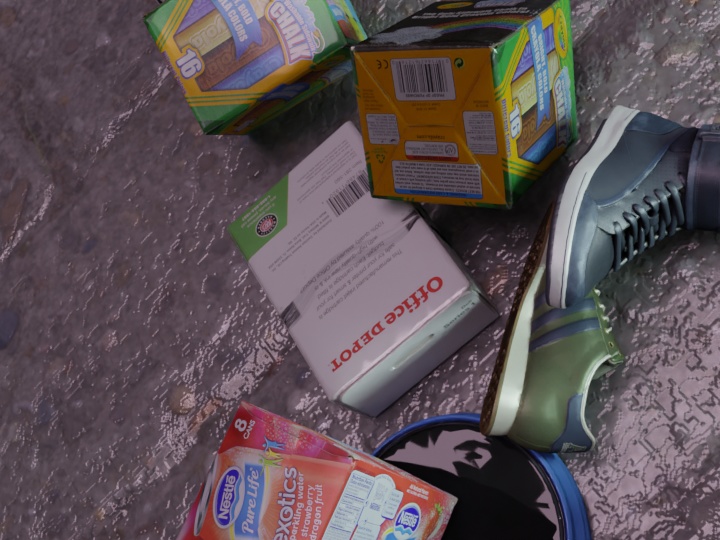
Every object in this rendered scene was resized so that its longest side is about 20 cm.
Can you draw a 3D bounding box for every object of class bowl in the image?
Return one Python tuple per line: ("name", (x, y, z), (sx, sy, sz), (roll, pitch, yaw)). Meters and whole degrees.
("bowl", (0.073, 0.205, 0.797), (0.199, 0.039, 0.203), (-9, 68, 24))

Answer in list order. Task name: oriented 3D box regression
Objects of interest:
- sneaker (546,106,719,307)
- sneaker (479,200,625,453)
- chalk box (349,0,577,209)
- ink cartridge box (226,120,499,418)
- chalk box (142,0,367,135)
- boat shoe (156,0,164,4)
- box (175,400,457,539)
("sneaker", (0.221, -0.040, 0.748), (0.145, 0.077, 0.203), (16, 50, 24))
("sneaker", (0.158, 0.048, 0.804), (0.089, 0.067, 0.202), (20, 64, 2))
("chalk box", (0.097, -0.146, 0.845), (0.124, 0.200, 0.125), (6, 118, 31))
("ink cartridge box", (0.000, 0.000, 0.884), (0.146, 0.084, 0.201), (-39, 59, 9))
("chalk box", (-0.069, -0.224, 0.960), (0.199, 0.124, 0.125), (-28, 89, 16))
("boat shoe", (-0.148, -0.275, 1.073), (0.199, 0.068, 0.074), (36, 90, 32))
("box", (-0.021, 0.169, 0.716), (0.095, 0.200, 0.100), (21, 82, 29))
